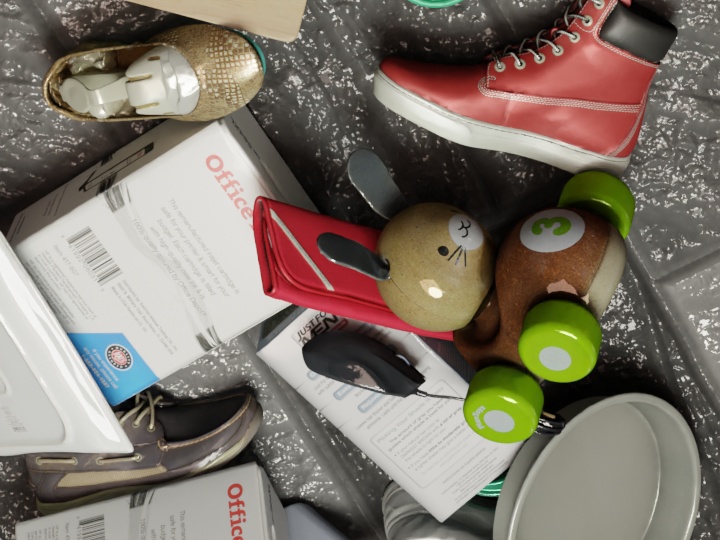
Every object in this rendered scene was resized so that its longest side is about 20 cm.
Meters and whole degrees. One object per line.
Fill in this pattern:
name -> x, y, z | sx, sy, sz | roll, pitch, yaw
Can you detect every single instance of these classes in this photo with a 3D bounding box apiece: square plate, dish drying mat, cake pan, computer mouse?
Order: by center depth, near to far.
dish drying mat -> 0.000, 0.000, 1.595 | 0.018, 0.077, 0.199 | -29, 152, 35
computer mouse -> 0.054, 0.079, 1.613 | 0.199, 0.059, 0.034 | 16, 95, -7
square plate -> -0.277, 0.062, 1.655 | 0.199, 0.028, 0.199 | -6, 119, 50
cake pan -> 0.176, 0.184, 1.696 | 0.199, 0.037, 0.202 | -14, 113, -35

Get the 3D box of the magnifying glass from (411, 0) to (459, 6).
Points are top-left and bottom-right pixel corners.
magnifying glass -> 0.037, -0.278, 1.543 | 0.079, 0.022, 0.201 | -11, 117, 10

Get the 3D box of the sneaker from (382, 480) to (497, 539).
sneaker -> 0.112, 0.229, 1.735 | 0.199, 0.116, 0.074 | 13, 114, -5

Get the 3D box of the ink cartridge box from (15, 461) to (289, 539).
ink cartridge box -> -0.151, 0.245, 1.678 | 0.199, 0.147, 0.084 | -14, 142, 8

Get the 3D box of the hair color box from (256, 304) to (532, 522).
hair color box -> 0.027, 0.085, 1.678 | 0.099, 0.061, 0.200 | -41, 107, 19

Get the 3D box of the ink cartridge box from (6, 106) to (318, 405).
ink cartridge box -> -0.139, -0.018, 1.637 | 0.199, 0.084, 0.146 | -30, 111, 15

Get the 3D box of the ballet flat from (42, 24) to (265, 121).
ballet flat -> -0.149, -0.128, 1.548 | 0.199, 0.065, 0.071 | -3, 111, 47

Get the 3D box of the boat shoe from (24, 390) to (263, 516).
boat shoe -> -0.173, 0.133, 1.726 | 0.199, 0.075, 0.074 | -22, 113, 12

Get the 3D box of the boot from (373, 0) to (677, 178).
boot -> 0.117, -0.156, 1.578 | 0.199, 0.073, 0.145 | 13, 115, -12

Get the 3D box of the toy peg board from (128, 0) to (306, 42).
toy peg board -> -0.116, -0.280, 1.529 | 0.199, 0.098, 0.200 | 14, 100, -4

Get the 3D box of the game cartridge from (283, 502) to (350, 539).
game cartridge -> -0.084, 0.271, 1.722 | 0.200, 0.133, 0.041 | -40, 134, -18

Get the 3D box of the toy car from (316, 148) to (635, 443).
toy car -> 0.070, -0.009, 1.561 | 0.199, 0.165, 0.158 | 29, 135, -8

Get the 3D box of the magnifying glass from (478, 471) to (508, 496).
magnifying glass -> 0.063, 0.096, 1.725 | 0.079, 0.022, 0.200 | -35, 107, 18
